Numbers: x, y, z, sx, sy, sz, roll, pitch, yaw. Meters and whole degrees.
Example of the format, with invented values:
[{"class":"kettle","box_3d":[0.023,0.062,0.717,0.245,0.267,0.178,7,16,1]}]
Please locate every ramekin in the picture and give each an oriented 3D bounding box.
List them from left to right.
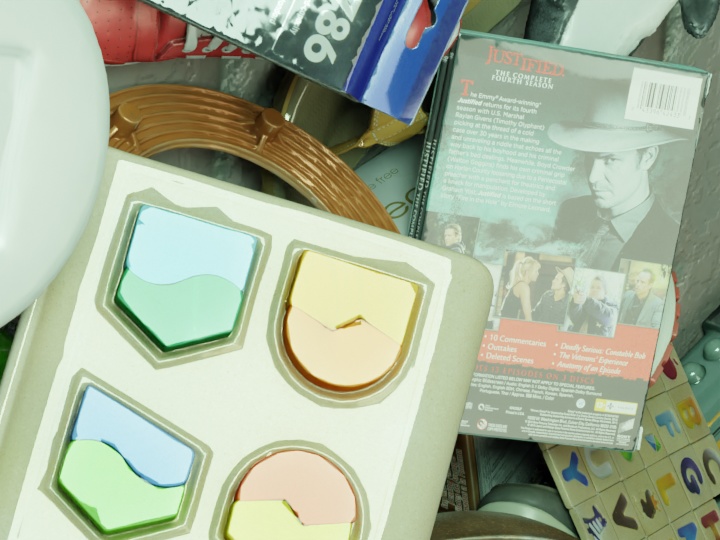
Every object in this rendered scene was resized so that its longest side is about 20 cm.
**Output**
[{"class":"ramekin","box_3d":[-0.198,-0.060,1.184,0.200,0.098,0.201,-13,110,-38]}]

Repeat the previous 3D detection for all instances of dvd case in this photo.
[{"class":"dvd case","box_3d":[0.092,-0.013,1.463,0.145,0.022,0.201,6,100,-22]}]

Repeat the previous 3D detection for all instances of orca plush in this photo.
[{"class":"orca plush","box_3d":[0.126,-0.135,1.519,0.105,0.071,0.201,16,82,-20]}]

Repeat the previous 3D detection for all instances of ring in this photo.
[{"class":"ring","box_3d":[-0.051,-0.009,1.336,0.200,0.201,0.019,-10,150,-42]}]

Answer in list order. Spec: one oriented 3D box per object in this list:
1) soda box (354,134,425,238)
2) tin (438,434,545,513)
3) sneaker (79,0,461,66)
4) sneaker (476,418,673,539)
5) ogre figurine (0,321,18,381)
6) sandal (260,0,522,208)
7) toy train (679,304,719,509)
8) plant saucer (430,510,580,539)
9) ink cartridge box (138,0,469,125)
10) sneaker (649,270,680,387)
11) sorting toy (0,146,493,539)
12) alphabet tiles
[{"class":"soda box","box_3d":[0.000,0.000,1.485,0.200,0.068,0.064,-35,136,-26]},{"class":"tin","box_3d":[0.074,0.082,1.618,0.112,0.042,0.201,-54,148,-40]},{"class":"sneaker","box_3d":[-0.042,-0.116,1.329,0.199,0.112,0.072,-14,124,-40]},{"class":"sneaker","box_3d":[0.117,0.118,1.619,0.200,0.074,0.107,37,63,-65]},{"class":"ogre figurine","box_3d":[-0.190,0.091,1.333,0.119,0.098,0.201,-15,111,-18]},{"class":"sandal","box_3d":[0.025,-0.101,1.455,0.200,0.054,0.080,-43,140,-18]},{"class":"toy train","box_3d":[0.222,0.093,1.775,0.200,0.085,0.114,-42,126,-15]},{"class":"plant saucer","box_3d":[0.041,0.177,1.519,0.199,0.037,0.201,-8,146,-5]},{"class":"ink cartridge box","box_3d":[-0.042,-0.146,1.276,0.199,0.039,0.100,23,91,-13]},{"class":"sneaker","box_3d":[0.119,-0.007,1.559,0.082,0.078,0.201,18,62,-28]},{"class":"sorting toy","box_3d":[-0.053,0.057,1.249,0.199,0.036,0.186,17,78,-9]},{"class":"alphabet tiles","box_3d":[0.150,0.095,1.611,0.006,0.167,0.200,-26,176,29]}]
